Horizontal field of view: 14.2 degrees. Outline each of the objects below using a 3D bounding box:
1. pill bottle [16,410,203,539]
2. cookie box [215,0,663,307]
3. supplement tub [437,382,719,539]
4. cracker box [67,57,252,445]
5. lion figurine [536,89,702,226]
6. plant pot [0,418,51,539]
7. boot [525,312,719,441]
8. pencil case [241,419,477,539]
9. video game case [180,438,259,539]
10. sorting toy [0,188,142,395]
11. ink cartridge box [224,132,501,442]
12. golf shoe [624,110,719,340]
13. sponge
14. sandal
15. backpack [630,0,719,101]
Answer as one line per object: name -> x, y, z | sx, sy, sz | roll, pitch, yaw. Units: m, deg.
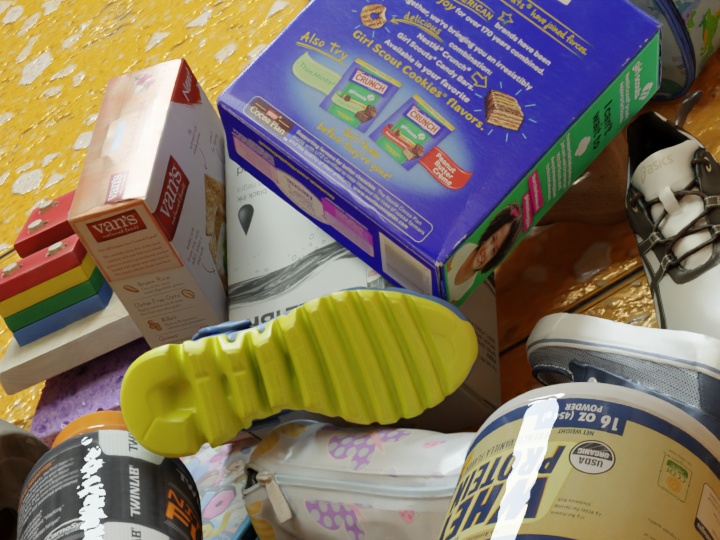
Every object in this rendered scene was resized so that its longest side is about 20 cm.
pill bottle -> -0.139, 0.159, 1.599 | 0.106, 0.106, 0.200 | -30, 29, 11
cookie box -> 0.047, -0.102, 1.648 | 0.171, 0.075, 0.200 | 37, 72, 19
supplement tub -> 0.099, 0.167, 1.382 | 0.144, 0.145, 0.200 | -17, 33, 32
cracker box -> -0.098, -0.010, 1.759 | 0.058, 0.200, 0.134 | -15, 39, 22
lion figurine -> 0.114, -0.049, 1.772 | 0.199, 0.073, 0.123 | -17, 36, 27
plant pot -> -0.279, 0.155, 1.785 | 0.173, 0.200, 0.200 | 2, 45, 35
boot -> 0.137, 0.080, 1.558 | 0.200, 0.073, 0.091 | 2, 64, 64
pencil case -> 0.026, 0.124, 1.582 | 0.200, 0.091, 0.083 | -1, 62, 45
video game case -> -0.109, 0.152, 1.769 | 0.143, 0.018, 0.200 | -4, 41, 46
sorting toy -> -0.154, -0.021, 1.978 | 0.198, 0.070, 0.200 | -24, 18, 16
ink cartridge box -> 0.000, 0.000, 1.717 | 0.144, 0.084, 0.201 | -16, 62, 25
golf shoe -> 0.183, -0.016, 1.622 | 0.078, 0.095, 0.200 | -30, 30, 9
sponge -> -0.125, 0.055, 1.923 | 0.200, 0.030, 0.112 | -21, 32, 25
sandal -> -0.032, 0.050, 1.615 | 0.199, 0.080, 0.087 | -8, 6, 9
backpack -> 0.136, -0.186, 1.842 | 0.200, 0.183, 0.147 | 15, 58, 43
